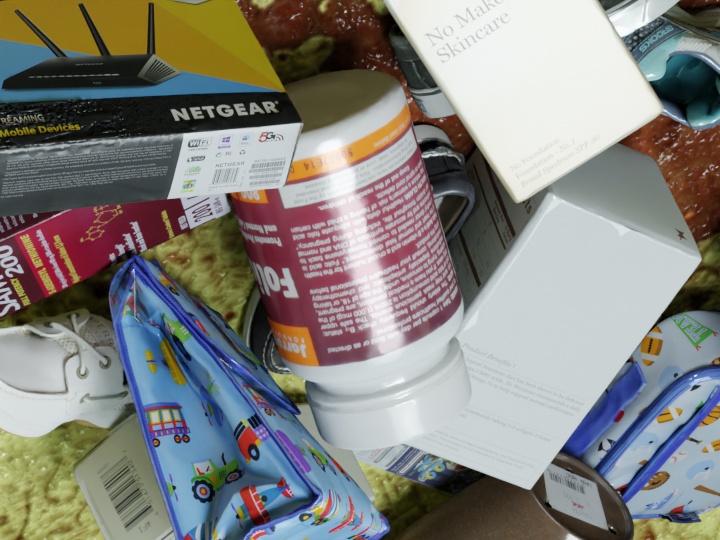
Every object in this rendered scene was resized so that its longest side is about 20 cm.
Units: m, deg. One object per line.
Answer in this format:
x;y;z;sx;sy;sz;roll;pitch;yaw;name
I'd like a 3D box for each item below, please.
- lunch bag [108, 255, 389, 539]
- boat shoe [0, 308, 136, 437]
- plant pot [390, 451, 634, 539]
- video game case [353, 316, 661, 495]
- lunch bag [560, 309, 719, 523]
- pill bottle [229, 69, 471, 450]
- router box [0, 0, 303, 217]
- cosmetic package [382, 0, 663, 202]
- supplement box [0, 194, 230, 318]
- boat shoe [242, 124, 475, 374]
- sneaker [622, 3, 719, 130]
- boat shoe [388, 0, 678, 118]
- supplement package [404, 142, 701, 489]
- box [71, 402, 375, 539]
-0.085;0.083;1.549;0.094;0.200;0.151;-33;162;7;lunch bag
-0.172;0.052;1.565;0.069;0.071;0.200;-39;164;19;boat shoe
0.097;0.225;1.852;0.187;0.187;0.200;11;127;-39;plant pot
0.085;0.068;1.808;0.200;0.023;0.182;-47;138;18;video game case
0.228;0.110;1.884;0.160;0.076;0.200;0;141;-34;lunch bag
-0.006;-0.005;1.537;0.114;0.114;0.200;-21;110;-11;pill bottle
-0.150;-0.099;1.378;0.200;0.149;0.051;-7;137;-26;router box
0.072;-0.150;1.461;0.103;0.073;0.200;-33;116;6;cosmetic package
-0.178;-0.033;1.480;0.200;0.061;0.109;-25;161;-5;supplement box
0.000;0.000;1.650;0.074;0.060;0.200;20;120;-44;boat shoe
0.216;-0.117;1.636;0.200;0.086;0.078;7;130;-37;sneaker
0.112;-0.161;1.537;0.200;0.071;0.064;-29;118;-5;boat shoe
0.101;0.015;1.658;0.117;0.117;0.200;22;117;-25;supplement package
-0.085;0.135;1.683;0.068;0.082;0.200;-40;157;28;box
